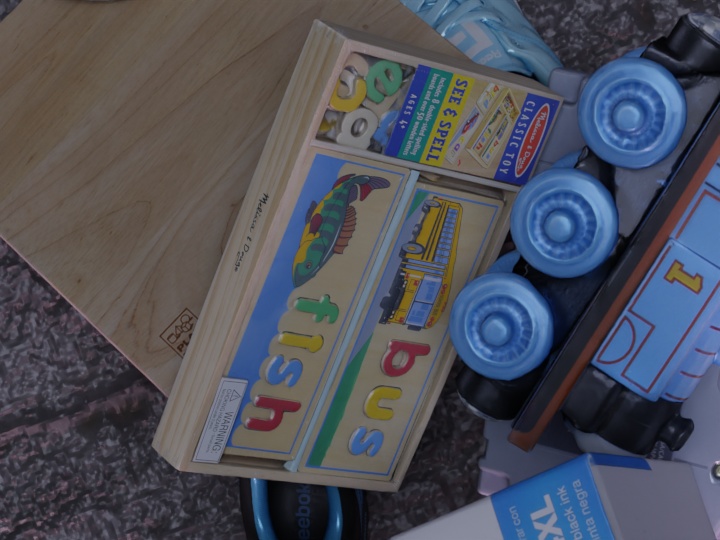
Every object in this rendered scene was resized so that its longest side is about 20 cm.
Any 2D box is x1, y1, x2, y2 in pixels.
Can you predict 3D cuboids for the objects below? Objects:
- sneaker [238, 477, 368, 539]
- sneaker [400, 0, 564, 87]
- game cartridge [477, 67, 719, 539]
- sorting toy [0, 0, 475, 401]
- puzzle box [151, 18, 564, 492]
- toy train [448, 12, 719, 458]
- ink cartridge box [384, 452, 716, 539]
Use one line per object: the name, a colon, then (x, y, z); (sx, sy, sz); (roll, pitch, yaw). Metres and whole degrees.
sneaker: (-0.025, 0.060, 1.089); (0.073, 0.082, 0.202); (-7, 88, 3)
sneaker: (0.052, -0.109, 1.088); (0.074, 0.082, 0.200); (-43, 90, -1)
game cartridge: (0.131, 0.020, 1.030); (0.132, 0.042, 0.201); (13, 101, 16)
sorting toy: (-0.073, -0.063, 1.067); (0.199, 0.070, 0.200); (41, 83, 20)
puzzle box: (0.000, 0.000, 0.997); (0.132, 0.025, 0.201); (9, 108, -42)
toy train: (0.120, -0.006, 0.969); (0.114, 0.087, 0.201); (33, 108, 9)
ink cartridge box: (0.045, 0.153, 0.976); (0.199, 0.146, 0.085); (-24, 75, 20)
